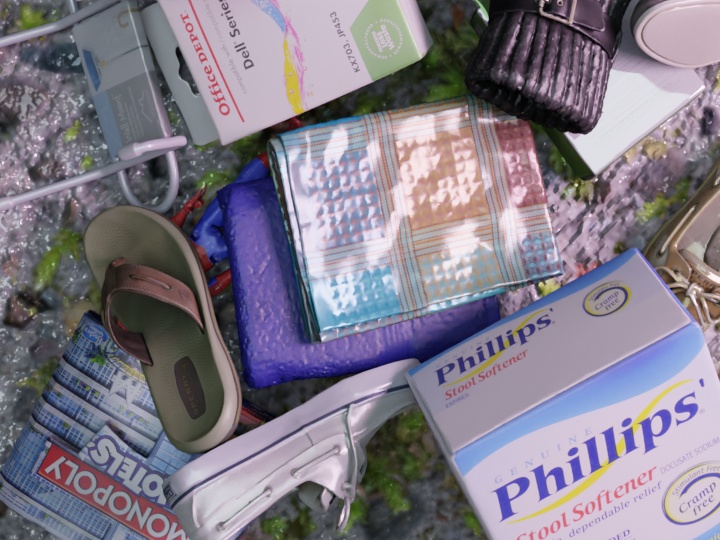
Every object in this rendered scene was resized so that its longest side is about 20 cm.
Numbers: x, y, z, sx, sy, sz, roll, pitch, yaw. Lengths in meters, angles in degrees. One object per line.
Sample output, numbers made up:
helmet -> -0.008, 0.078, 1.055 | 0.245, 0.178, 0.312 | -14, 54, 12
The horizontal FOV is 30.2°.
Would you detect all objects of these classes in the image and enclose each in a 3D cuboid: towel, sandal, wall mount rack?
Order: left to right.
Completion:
wall mount rack -> -0.213, -0.126, 0.969 | 0.172, 0.074, 0.203 | -15, 92, 39
sandal -> -0.141, 0.031, 0.918 | 0.080, 0.057, 0.202 | -41, 59, 17
towel -> 0.000, 0.000, 0.964 | 0.197, 0.049, 0.150 | -7, 88, -16
towel -> 0.041, -0.043, 0.942 | 0.197, 0.022, 0.149 | -14, 91, -16

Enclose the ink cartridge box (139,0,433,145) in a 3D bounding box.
ink cartridge box -> -0.062, -0.166, 0.936 | 0.198, 0.067, 0.118 | -22, 102, 17

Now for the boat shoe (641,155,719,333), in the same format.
boat shoe -> 0.261, -0.020, 0.974 | 0.073, 0.063, 0.202 | 36, 91, -1

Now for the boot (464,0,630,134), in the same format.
boot -> 0.093, -0.199, 0.895 | 0.209, 0.079, 0.160 | 25, 90, -7

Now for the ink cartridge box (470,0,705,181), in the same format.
ink cartridge box -> 0.148, -0.178, 0.973 | 0.103, 0.059, 0.201 | -36, 91, 0

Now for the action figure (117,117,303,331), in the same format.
action figure -> -0.105, -0.027, 0.983 | 0.200, 0.052, 0.065 | -44, 96, 3

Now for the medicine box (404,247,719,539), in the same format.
medicine box -> 0.156, 0.121, 0.915 | 0.180, 0.103, 0.201 | -28, 125, 0

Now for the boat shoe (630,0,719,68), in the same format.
boat shoe -> 0.256, -0.185, 0.940 | 0.198, 0.067, 0.058 | -5, 57, -33

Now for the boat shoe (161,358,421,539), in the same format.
boat shoe -> -0.028, 0.136, 0.906 | 0.200, 0.075, 0.087 | -25, 76, -20

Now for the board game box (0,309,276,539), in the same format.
board game box -> -0.165, 0.166, 0.977 | 0.198, 0.062, 0.202 | 29, 90, -1
